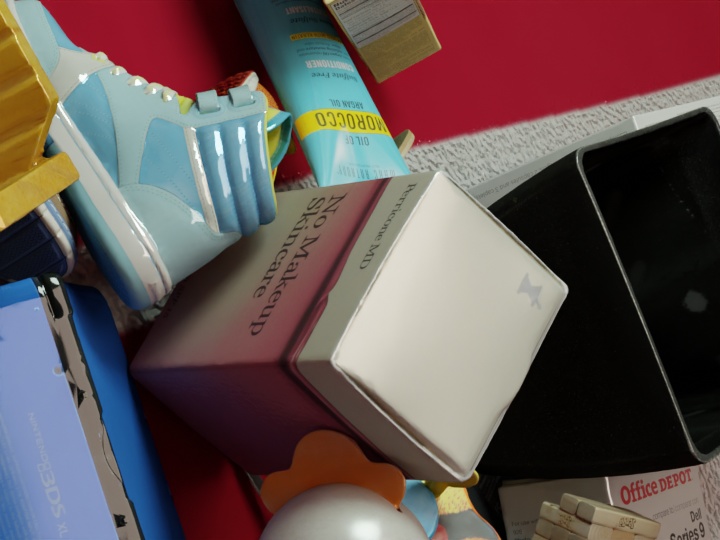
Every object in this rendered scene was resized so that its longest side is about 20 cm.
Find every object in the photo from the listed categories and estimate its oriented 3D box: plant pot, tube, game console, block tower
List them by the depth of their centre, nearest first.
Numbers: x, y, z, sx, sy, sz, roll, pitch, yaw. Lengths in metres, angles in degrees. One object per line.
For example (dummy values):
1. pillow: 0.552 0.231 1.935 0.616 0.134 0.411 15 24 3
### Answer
1. game console: -0.169 0.113 1.176 0.170 0.118 0.200 -16 83 -24
2. block tower: 0.119 0.237 1.362 0.058 0.054 0.200 17 92 -30
3. tube: -0.027 -0.116 1.407 0.077 0.050 0.200 -3 51 -32
4. plant pot: 0.148 0.031 1.443 0.200 0.177 0.200 -20 87 -56

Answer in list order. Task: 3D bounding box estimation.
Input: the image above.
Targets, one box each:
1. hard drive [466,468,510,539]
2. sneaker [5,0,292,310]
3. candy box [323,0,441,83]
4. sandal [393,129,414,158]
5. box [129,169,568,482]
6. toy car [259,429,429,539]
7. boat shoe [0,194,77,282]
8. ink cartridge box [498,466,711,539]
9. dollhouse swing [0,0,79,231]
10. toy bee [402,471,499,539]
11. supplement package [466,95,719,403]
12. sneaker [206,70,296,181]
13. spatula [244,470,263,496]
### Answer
1. hard drive: 0.052 0.090 1.466 0.200 0.033 0.140 54 37 -19
2. sneaker: -0.113 -0.085 1.234 0.200 0.130 0.080 59 -11 19
3. candy box: -0.008 -0.202 1.440 0.116 0.055 0.200 62 5 13
4. sandal: -0.003 0.002 1.400 0.070 0.078 0.212 45 47 -9
5. box: -0.010 0.033 1.215 0.109 0.200 0.128 42 64 -26
6. toy car: -0.023 0.184 1.167 0.184 0.177 0.200 3 80 -62
7. boat shoe: -0.213 -0.079 1.178 0.200 0.072 0.072 50 37 -24
8. ink cartridge box: 0.172 0.221 1.472 0.145 0.087 0.200 -6 83 -59
9. dollhouse swing: -0.267 -0.075 1.035 0.200 0.182 0.176 61 15 -9
10. toy bee: 0.042 0.158 1.346 0.109 0.131 0.200 -2 88 -16
11. supplement package: 0.204 0.000 1.612 0.151 0.152 0.200 -17 85 -54
12. sneaker: -0.087 -0.048 1.326 0.077 0.073 0.200 55 37 -14
13. spatula: -0.058 0.120 1.314 0.200 0.021 0.057 67 24 3
